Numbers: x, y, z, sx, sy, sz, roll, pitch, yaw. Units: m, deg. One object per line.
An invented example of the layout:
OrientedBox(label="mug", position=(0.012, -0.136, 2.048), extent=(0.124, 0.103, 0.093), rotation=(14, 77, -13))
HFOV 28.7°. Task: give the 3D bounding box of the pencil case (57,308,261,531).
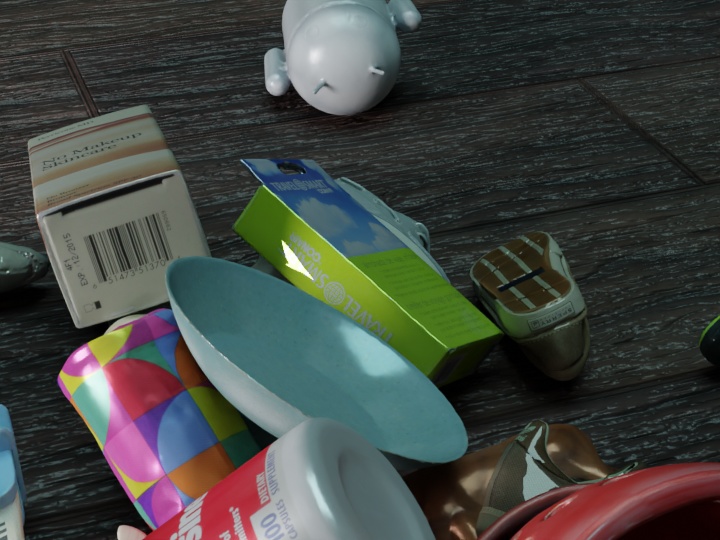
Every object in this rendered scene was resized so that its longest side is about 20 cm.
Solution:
OrientedBox(label="pencil case", position=(-0.095, 0.117, 0.803), extent=(0.088, 0.088, 0.200), rotation=(-25, 77, -35))

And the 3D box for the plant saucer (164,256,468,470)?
OrientedBox(label="plant saucer", position=(-0.032, 0.062, 0.808), extent=(0.200, 0.039, 0.201), rotation=(30, 13, -8))

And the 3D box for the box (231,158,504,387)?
OrientedBox(label="box", position=(0.000, 0.000, 0.995), extent=(0.200, 0.048, 0.122), rotation=(42, 18, 16))

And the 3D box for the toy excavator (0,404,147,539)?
OrientedBox(label="toy excavator", position=(-0.230, 0.148, 0.836), extent=(0.194, 0.100, 0.200), rotation=(-11, 47, -15))

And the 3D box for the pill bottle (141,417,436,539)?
OrientedBox(label="pill bottle", position=(-0.065, 0.170, 0.691), extent=(0.200, 0.112, 0.112), rotation=(-38, 29, 15))

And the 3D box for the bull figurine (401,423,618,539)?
OrientedBox(label="bull figurine", position=(0.077, 0.151, 0.847), extent=(0.199, 0.065, 0.121), rotation=(-22, 43, -27))

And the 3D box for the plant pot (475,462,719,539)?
OrientedBox(label="plant pot", position=(0.134, 0.190, 0.635), extent=(0.199, 0.201, 0.182), rotation=(-7, -9, -11))

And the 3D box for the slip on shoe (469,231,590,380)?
OrientedBox(label="slip on shoe", position=(0.134, 0.024, 1.064), extent=(0.076, 0.061, 0.200), rotation=(-26, 16, 0))

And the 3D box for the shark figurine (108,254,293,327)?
OrientedBox(label="shark figurine", position=(-0.093, 0.008, 1.045), extent=(0.214, 0.090, 0.128), rotation=(2, 16, 25))

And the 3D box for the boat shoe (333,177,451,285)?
OrientedBox(label="boat shoe", position=(0.018, -0.024, 1.122), extent=(0.071, 0.070, 0.201), rotation=(-16, 38, -34))

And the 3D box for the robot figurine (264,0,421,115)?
OrientedBox(label="robot figurine", position=(-0.020, -0.229, 1.411), extent=(0.169, 0.113, 0.200), rotation=(-26, 31, 10))

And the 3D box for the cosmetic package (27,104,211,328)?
OrientedBox(label="cosmetic package", position=(-0.173, -0.045, 0.991), extent=(0.103, 0.088, 0.200), rotation=(-19, 22, -9))

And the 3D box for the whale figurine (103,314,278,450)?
OrientedBox(label="whale figurine", position=(-0.078, 0.091, 0.926), extent=(0.199, 0.104, 0.159), rotation=(13, -5, -21))

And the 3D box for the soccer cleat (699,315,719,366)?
OrientedBox(label="soccer cleat", position=(0.346, 0.050, 1.019), extent=(0.199, 0.068, 0.081), rotation=(-6, 45, -12))

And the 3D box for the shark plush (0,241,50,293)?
OrientedBox(label="shark plush", position=(-0.349, 0.009, 1.105), extent=(0.199, 0.091, 0.083), rotation=(-13, 8, 17))

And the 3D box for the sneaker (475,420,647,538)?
OrientedBox(label="sneaker", position=(0.163, 0.147, 0.774), extent=(0.199, 0.076, 0.070), rotation=(24, -14, -13))
